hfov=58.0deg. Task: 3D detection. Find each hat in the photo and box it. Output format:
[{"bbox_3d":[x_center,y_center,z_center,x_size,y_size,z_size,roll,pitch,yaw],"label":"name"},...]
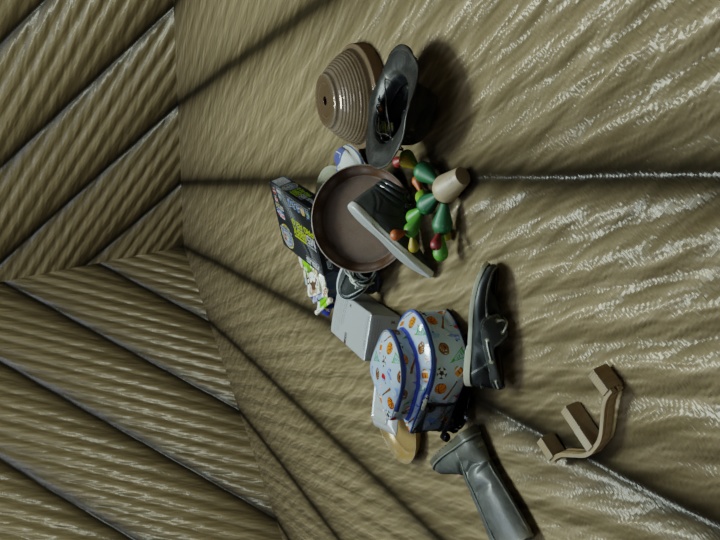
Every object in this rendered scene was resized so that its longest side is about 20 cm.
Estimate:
[{"bbox_3d":[0.076,-0.258,1.066,0.200,0.079,0.205,-172,90,-70],"label":"hat"}]

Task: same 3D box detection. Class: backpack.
[{"bbox_3d":[0.106,0.164,1.139,0.201,0.151,0.193,61,137,46],"label":"backpack"}]

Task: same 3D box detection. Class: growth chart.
[{"bbox_3d":[-0.116,0.007,1.555,0.203,0.017,0.145,70,156,16],"label":"growth chart"}]

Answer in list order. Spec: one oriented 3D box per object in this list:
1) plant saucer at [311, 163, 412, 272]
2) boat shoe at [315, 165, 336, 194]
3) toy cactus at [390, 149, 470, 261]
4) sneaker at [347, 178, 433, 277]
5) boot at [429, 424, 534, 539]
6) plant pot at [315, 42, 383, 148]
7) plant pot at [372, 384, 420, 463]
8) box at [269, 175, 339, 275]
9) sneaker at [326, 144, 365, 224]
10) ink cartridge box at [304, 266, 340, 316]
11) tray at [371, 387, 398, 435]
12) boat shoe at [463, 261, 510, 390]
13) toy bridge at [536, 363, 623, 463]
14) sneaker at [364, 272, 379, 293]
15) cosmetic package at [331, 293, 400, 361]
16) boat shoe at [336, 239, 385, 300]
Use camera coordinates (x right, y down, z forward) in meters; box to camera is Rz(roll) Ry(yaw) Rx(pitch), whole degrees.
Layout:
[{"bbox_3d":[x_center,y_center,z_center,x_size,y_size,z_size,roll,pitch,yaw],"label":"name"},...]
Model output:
[{"bbox_3d":[0.005,-0.098,1.234,0.034,0.196,0.204,-7,-96,-79],"label":"plant saucer"},{"bbox_3d":[-0.061,-0.132,1.467,0.068,0.070,0.204,5,-100,-81],"label":"boat shoe"},{"bbox_3d":[0.112,-0.122,1.069,0.165,0.101,0.204,-35,60,55],"label":"toy cactus"},{"bbox_3d":[0.079,-0.082,1.168,0.200,0.099,0.071,44,171,-5],"label":"sneaker"},{"bbox_3d":[0.207,0.392,1.130,0.202,0.072,0.183,60,154,23],"label":"boot"},{"bbox_3d":[-0.029,-0.338,1.273,0.201,0.091,0.205,41,136,55],"label":"plant pot"},{"bbox_3d":[0.082,0.318,1.423,0.200,0.027,0.203,-135,38,-52],"label":"plant pot"},{"bbox_3d":[-0.124,-0.100,1.414,0.199,0.044,0.163,37,143,50],"label":"box"},{"bbox_3d":[-0.030,-0.162,1.311,0.081,0.114,0.201,75,169,-54],"label":"sneaker"},{"bbox_3d":[-0.082,0.007,1.592,0.136,0.075,0.204,23,123,63],"label":"ink cartridge box"},{"bbox_3d":[0.054,0.237,1.377,0.107,0.022,0.204,180,96,-66],"label":"tray"},{"bbox_3d":[0.201,0.086,1.002,0.066,0.072,0.204,9,106,27],"label":"boat shoe"},{"bbox_3d":[0.296,0.209,0.864,0.068,0.027,0.202,60,152,34],"label":"toy bridge"},{"bbox_3d":[0.000,-0.044,1.393,0.074,0.079,0.203,-8,110,26],"label":"sneaker"},{"bbox_3d":[0.007,0.116,1.401,0.200,0.073,0.104,-151,69,-66],"label":"cosmetic package"},{"bbox_3d":[0.002,0.002,1.323,0.073,0.068,0.199,41,128,-4],"label":"boat shoe"}]
